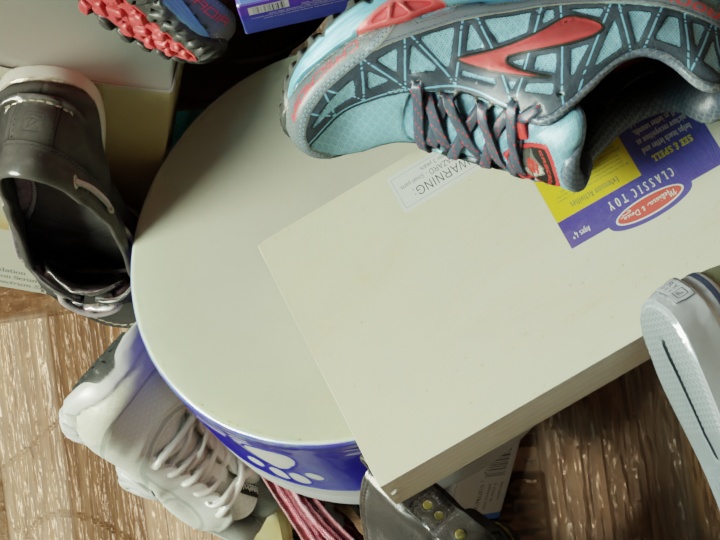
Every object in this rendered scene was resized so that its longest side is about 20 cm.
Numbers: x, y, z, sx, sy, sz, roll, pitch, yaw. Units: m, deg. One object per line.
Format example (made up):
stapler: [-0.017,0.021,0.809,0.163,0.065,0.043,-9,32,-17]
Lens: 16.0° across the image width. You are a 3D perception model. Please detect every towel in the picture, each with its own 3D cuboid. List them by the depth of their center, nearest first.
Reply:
towel: [0.004,0.154,1.251,0.144,0.023,0.200,55,178,38]

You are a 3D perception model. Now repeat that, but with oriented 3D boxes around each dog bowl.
dog bowl: [0.000,0.000,1.161,0.200,0.200,0.079,64,-174,29]

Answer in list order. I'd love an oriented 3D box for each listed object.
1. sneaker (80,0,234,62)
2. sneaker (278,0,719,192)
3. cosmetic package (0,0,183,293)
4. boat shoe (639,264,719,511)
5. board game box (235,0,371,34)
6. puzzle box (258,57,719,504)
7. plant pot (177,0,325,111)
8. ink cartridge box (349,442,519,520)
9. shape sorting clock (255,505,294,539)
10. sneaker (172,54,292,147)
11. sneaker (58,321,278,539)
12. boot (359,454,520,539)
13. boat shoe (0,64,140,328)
sneaker: [-0.109,-0.182,1.096,0.200,0.096,0.079,51,166,-5]
sneaker: [0.062,-0.076,1.053,0.079,0.200,0.096,50,-155,-61]
cosmetic package: [-0.140,-0.066,1.225,0.200,0.105,0.071,103,174,-59]
boat shoe: [0.177,0.088,1.011,0.200,0.062,0.072,67,169,-7]
board game box: [0.033,-0.189,1.072,0.045,0.200,0.134,78,180,-80]
puzzle box: [0.070,-0.006,1.077,0.133,0.200,0.025,63,-174,30]
plant pot: [-0.050,-0.200,1.222,0.198,0.200,0.200,-22,77,51]
ink cartridge box: [0.009,0.069,1.311,0.200,0.039,0.099,47,134,45]
shape sorting clock: [-0.081,0.076,1.421,0.200,0.039,0.200,56,164,25]
sneaker: [-0.113,-0.066,1.392,0.200,0.121,0.084,136,139,-53]
sneaker: [-0.087,0.083,1.255,0.081,0.075,0.200,40,173,20]
boot: [0.076,0.168,1.115,0.174,0.069,0.200,35,154,36]
boat shoe: [-0.134,-0.016,1.178,0.200,0.067,0.057,77,-162,-57]
